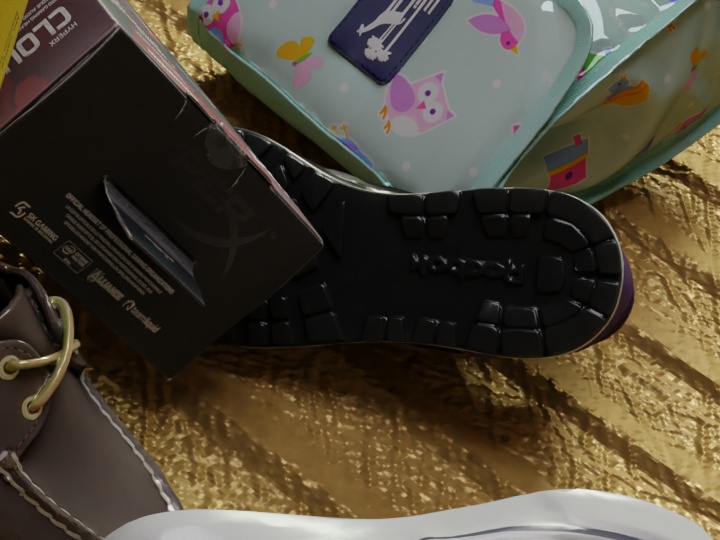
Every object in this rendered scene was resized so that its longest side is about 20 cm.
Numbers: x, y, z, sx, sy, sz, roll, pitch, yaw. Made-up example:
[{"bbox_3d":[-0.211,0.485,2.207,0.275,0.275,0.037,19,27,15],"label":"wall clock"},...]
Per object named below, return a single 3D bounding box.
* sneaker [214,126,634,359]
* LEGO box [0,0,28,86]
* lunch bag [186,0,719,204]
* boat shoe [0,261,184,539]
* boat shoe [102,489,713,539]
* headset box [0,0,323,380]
[{"bbox_3d":[0.000,0.000,0.912,0.200,0.076,0.088,12,-4,13],"label":"sneaker"},{"bbox_3d":[-0.176,-0.051,0.660,0.149,0.200,0.077,16,-11,2],"label":"LEGO box"},{"bbox_3d":[0.050,-0.105,1.029,0.200,0.122,0.170,-34,61,-30],"label":"lunch bag"},{"bbox_3d":[-0.121,0.023,0.740,0.200,0.059,0.072,45,32,-10],"label":"boat shoe"},{"bbox_3d":[0.019,0.109,0.738,0.200,0.072,0.066,5,39,-18],"label":"boat shoe"},{"bbox_3d":[-0.107,-0.065,0.828,0.200,0.075,0.149,50,2,35],"label":"headset box"}]
